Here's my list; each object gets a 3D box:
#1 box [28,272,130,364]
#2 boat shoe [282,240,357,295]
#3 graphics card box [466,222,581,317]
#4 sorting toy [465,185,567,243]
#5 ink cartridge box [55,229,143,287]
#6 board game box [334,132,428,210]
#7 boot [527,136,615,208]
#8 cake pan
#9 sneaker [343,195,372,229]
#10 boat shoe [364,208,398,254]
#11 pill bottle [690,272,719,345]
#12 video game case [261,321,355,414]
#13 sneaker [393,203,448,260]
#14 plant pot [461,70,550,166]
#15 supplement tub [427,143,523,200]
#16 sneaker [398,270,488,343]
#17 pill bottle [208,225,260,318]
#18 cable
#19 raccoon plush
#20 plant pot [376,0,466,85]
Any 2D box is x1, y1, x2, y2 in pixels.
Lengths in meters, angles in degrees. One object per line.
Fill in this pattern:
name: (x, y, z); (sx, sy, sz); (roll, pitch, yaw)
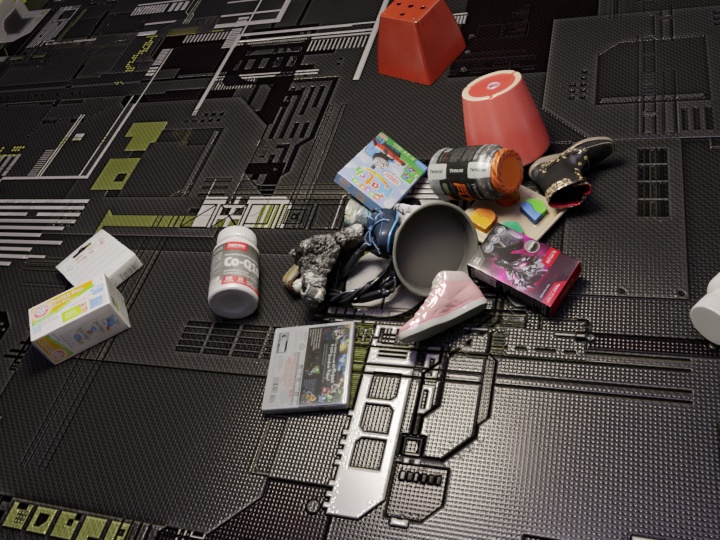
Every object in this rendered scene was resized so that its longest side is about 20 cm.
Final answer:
box: (-0.666, 0.114, 1.649); (0.198, 0.102, 0.113); (-27, 48, -5)
boat shoe: (-0.099, -0.030, 1.609); (0.199, 0.072, 0.076); (-36, 34, -14)
graphics card box: (0.333, -0.004, 1.429); (0.199, 0.051, 0.126); (29, 70, 29)
sorting toy: (0.331, -0.124, 1.560); (0.185, 0.037, 0.199); (-43, 51, -19)
ink cartridge box: (-0.679, -0.011, 1.805); (0.160, 0.048, 0.199); (-45, 46, -19)
board game box: (0.053, -0.231, 1.674); (0.151, 0.037, 0.200); (38, 54, 5)
boot: (0.482, -0.216, 1.544); (0.198, 0.074, 0.151); (-16, 35, 10)
cake pan: (0.153, -0.044, 1.460); (0.199, 0.202, 0.037); (-34, 20, -12)
sneaker: (0.028, -0.175, 1.695); (0.085, 0.078, 0.201); (18, 58, 8)
boat shoe: (0.041, -0.086, 1.495); (0.068, 0.085, 0.200); (14, 13, 0)
pill bottle: (0.692, 0.039, 1.247); (0.199, 0.115, 0.114); (-37, 49, -14)
video game case: (-0.104, 0.199, 1.442); (0.179, 0.023, 0.202); (-7, 48, 14)
sneaker: (0.118, -0.084, 1.564); (0.199, 0.074, 0.116); (16, 88, 63)
plant pot: (0.329, -0.355, 1.632); (0.198, 0.179, 0.201); (-17, 32, 11)
supplement tub: (0.259, -0.220, 1.571); (0.199, 0.123, 0.123); (6, 49, 50)
sneaker: (0.150, 0.068, 1.414); (0.198, 0.076, 0.105); (-24, 70, -12)
pill bottle: (-0.289, 0.000, 1.611); (0.112, 0.114, 0.202); (-13, 48, 8)
cable: (0.000, 0.000, 1.530); (0.198, 0.051, 0.165); (-17, 51, 26)
raccoon plush: (-0.062, -0.011, 1.508); (0.198, 0.097, 0.135); (-25, 79, -3)
plant pot: (0.161, -0.679, 1.995); (0.199, 0.177, 0.200); (24, 62, 33)
